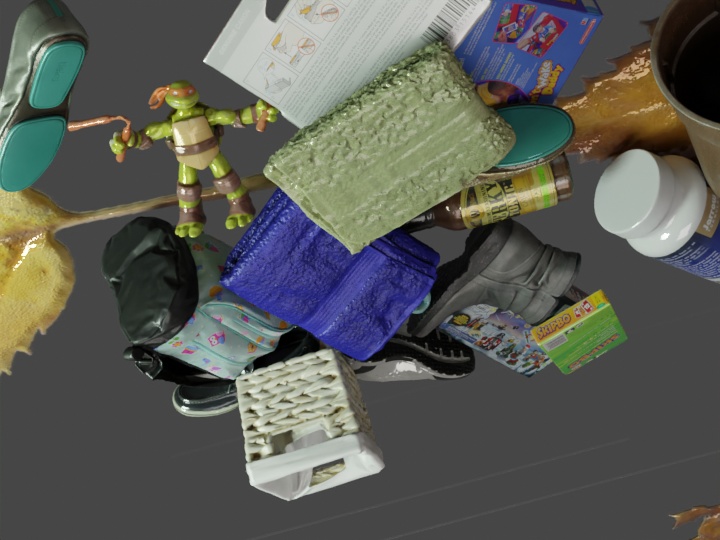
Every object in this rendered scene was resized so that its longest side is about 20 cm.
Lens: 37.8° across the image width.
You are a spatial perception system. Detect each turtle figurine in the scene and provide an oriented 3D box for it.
[{"bbox_3d":[-0.165,-0.115,1.002,0.198,0.065,0.163,-16,122,-10],"label":"turtle figurine"}]

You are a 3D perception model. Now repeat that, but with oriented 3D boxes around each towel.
[{"bbox_3d":[-0.026,0.002,1.067,0.199,0.050,0.148,30,103,-29],"label":"towel"},{"bbox_3d":[0.027,-0.106,0.939,0.199,0.037,0.148,-33,131,17],"label":"towel"}]

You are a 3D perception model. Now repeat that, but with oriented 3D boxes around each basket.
[{"bbox_3d":[-0.058,0.179,1.206,0.134,0.124,0.200,-17,161,2],"label":"basket"}]

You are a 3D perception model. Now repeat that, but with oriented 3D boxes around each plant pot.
[{"bbox_3d":[0.396,-0.164,1.018,0.199,0.202,0.198,-23,146,11],"label":"plant pot"}]

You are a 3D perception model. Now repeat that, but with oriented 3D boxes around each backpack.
[{"bbox_3d":[-0.167,0.040,1.119,0.126,0.168,0.200,-33,143,18],"label":"backpack"}]

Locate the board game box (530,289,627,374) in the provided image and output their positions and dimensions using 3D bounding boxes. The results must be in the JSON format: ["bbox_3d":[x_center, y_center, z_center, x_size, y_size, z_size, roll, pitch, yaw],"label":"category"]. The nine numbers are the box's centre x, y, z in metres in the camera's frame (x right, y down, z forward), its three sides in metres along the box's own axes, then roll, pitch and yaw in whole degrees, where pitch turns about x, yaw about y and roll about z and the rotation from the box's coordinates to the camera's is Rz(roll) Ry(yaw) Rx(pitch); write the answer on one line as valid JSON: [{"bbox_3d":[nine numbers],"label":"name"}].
[{"bbox_3d":[0.272,0.080,1.285,0.095,0.030,0.200,-31,154,9],"label":"board game box"}]

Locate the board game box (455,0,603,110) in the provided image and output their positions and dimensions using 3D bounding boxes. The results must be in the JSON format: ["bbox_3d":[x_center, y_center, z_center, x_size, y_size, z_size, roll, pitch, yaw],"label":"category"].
[{"bbox_3d":[0.125,-0.189,1.015,0.133,0.045,0.201,6,136,-22],"label":"board game box"}]

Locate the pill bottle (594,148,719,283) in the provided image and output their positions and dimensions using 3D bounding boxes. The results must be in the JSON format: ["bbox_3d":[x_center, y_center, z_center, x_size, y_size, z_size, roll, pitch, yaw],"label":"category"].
[{"bbox_3d":[0.364,-0.061,1.172,0.199,0.116,0.116,16,132,-31],"label":"pill bottle"}]

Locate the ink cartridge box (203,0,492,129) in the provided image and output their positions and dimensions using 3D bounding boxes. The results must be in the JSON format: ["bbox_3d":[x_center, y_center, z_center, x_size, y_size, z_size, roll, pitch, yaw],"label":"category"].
[{"bbox_3d":[-0.012,-0.215,0.918,0.175,0.045,0.200,33,119,-14],"label":"ink cartridge box"}]

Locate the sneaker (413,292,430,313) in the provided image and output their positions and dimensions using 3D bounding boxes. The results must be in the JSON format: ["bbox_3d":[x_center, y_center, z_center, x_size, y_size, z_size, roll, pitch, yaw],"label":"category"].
[{"bbox_3d":[0.000,0.000,1.151,0.199,0.086,0.078,12,116,-36],"label":"sneaker"}]

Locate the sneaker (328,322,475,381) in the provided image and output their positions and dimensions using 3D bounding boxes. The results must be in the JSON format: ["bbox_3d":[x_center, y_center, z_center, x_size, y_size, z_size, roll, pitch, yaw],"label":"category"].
[{"bbox_3d":[0.050,0.105,1.326,0.198,0.074,0.080,10,150,-18],"label":"sneaker"}]

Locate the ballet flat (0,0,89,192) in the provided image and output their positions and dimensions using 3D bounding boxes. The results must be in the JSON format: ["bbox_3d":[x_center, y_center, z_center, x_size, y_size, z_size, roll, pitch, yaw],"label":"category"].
[{"bbox_3d":[-0.291,-0.156,0.930,0.067,0.064,0.200,-13,151,-42],"label":"ballet flat"}]

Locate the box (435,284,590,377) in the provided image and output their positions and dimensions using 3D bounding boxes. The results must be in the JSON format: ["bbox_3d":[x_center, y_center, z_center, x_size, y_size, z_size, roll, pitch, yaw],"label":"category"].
[{"bbox_3d":[0.198,0.055,1.319,0.199,0.040,0.137,27,124,-37],"label":"box"}]

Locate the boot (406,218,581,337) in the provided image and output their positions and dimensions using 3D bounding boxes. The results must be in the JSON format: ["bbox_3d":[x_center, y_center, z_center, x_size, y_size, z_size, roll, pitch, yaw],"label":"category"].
[{"bbox_3d":[0.152,0.032,1.209,0.131,0.070,0.200,30,126,-17],"label":"boot"}]

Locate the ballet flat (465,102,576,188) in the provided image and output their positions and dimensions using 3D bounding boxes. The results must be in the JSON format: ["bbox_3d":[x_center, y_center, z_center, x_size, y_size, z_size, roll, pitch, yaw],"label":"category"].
[{"bbox_3d":[0.110,-0.112,1.025,0.198,0.071,0.065,-13,166,2],"label":"ballet flat"}]

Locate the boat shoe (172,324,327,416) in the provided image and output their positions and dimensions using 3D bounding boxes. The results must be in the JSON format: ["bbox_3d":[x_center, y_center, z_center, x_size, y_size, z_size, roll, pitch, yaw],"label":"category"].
[{"bbox_3d":[-0.138,0.118,1.278,0.198,0.075,0.063,-20,135,0],"label":"boat shoe"}]

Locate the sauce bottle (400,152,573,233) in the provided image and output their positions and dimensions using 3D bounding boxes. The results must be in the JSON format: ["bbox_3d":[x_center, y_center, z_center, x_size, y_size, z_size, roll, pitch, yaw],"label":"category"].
[{"bbox_3d":[0.127,-0.079,1.127,0.198,0.065,0.065,-17,140,4],"label":"sauce bottle"}]
